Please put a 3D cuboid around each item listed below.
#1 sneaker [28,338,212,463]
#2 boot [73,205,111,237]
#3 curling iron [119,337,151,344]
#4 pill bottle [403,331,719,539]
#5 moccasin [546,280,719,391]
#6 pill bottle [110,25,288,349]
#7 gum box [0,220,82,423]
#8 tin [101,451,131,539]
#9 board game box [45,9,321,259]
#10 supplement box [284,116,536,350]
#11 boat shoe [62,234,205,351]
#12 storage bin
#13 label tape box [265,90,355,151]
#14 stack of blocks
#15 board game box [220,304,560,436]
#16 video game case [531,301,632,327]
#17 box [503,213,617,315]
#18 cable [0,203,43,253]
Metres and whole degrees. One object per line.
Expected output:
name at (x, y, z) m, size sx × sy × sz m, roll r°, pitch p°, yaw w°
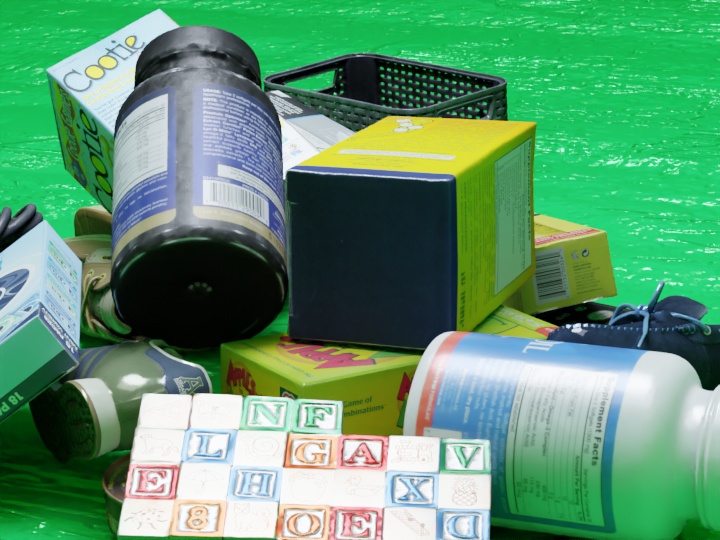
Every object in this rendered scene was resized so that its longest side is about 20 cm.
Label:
sneaker at (-0.150, 0.079, 1.463) m, size 0.089 × 0.068 × 0.200 m, roll -16°, pitch 6°, yaw -18°
boot at (-0.112, -0.023, 1.809) m, size 0.155 × 0.073 × 0.200 m, roll -14°, pitch 19°, yaw -34°
curling iron at (-0.202, 0.061, 1.630) m, size 0.199 × 0.026 × 0.050 m, roll 10°, pitch 59°, yaw 44°
pill bottle at (0.134, 0.099, 1.337) m, size 0.199 × 0.113 × 0.112 m, roll 6°, pitch 20°, yaw 21°
moccasin at (0.191, 0.049, 1.457) m, size 0.199 × 0.069 × 0.080 m, roll 12°, pitch -17°, yaw -40°
pill bottle at (-0.104, -0.059, 1.495) m, size 0.111 × 0.112 × 0.201 m, roll -3°, pitch 49°, yaw 0°
gum box at (-0.256, 0.061, 1.485) m, size 0.170 × 0.045 × 0.200 m, roll -37°, pitch 19°, yaw 6°
tin at (-0.055, 0.129, 1.395) m, size 0.199 × 0.042 × 0.112 m, roll -8°, pitch 23°, yaw -14°
board game box at (-0.122, -0.076, 1.656) m, size 0.105 × 0.103 × 0.200 m, roll -31°, pitch 54°, yaw -23°
supplement box at (0.036, -0.029, 1.494) m, size 0.109 × 0.110 × 0.200 m, roll 4°, pitch 14°, yaw 19°
boat shoe at (-0.169, 0.018, 1.686) m, size 0.199 × 0.074 × 0.066 m, roll 3°, pitch 14°, yaw 19°
storage bin at (0.023, -0.124, 2.052) m, size 0.135 × 0.094 × 0.199 m, roll -19°, pitch 25°, yaw -41°
label tape box at (-0.077, -0.073, 1.773) m, size 0.143 × 0.066 × 0.200 m, roll 31°, pitch 24°, yaw 28°
stack of blocks at (-0.028, 0.130, 1.284) m, size 0.199 × 0.059 × 0.115 m, roll 2°, pitch 38°, yaw 3°
board game box at (0.024, 0.064, 1.452) m, size 0.199 × 0.048 × 0.101 m, roll -9°, pitch 18°, yaw -31°
video game case at (0.143, 0.066, 1.571) m, size 0.180 × 0.026 × 0.200 m, roll 12°, pitch 23°, yaw 38°
box at (0.117, -0.007, 1.689) m, size 0.075 × 0.050 × 0.200 m, roll -12°, pitch 9°, yaw -11°
cable at (-0.290, 0.006, 1.649) m, size 0.163 × 0.051 × 0.200 m, roll -29°, pitch -1°, yaw -17°
